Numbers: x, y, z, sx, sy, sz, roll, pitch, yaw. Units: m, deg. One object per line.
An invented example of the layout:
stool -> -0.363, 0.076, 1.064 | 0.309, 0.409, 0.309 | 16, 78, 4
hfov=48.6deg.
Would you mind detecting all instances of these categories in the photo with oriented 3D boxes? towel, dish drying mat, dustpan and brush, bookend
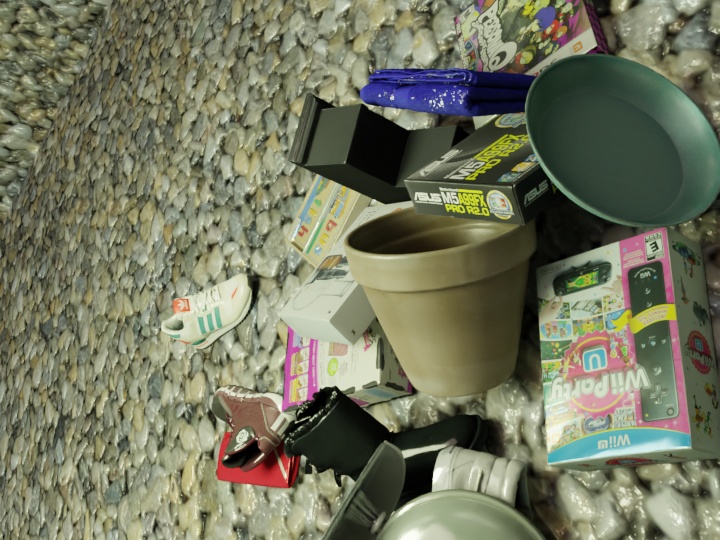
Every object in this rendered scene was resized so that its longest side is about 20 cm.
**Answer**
towel -> 0.111, -0.212, 0.918 | 0.200, 0.147, 0.050 | 23, 120, 53
dish drying mat -> -0.157, 0.280, 1.191 | 0.200, 0.018, 0.077 | -11, 66, 48
dustpan and brush -> 0.013, 0.270, 0.859 | 0.057, 0.200, 0.140 | 30, 73, 13
bookend -> 0.053, -0.144, 0.976 | 0.198, 0.199, 0.093 | 7, 79, 53

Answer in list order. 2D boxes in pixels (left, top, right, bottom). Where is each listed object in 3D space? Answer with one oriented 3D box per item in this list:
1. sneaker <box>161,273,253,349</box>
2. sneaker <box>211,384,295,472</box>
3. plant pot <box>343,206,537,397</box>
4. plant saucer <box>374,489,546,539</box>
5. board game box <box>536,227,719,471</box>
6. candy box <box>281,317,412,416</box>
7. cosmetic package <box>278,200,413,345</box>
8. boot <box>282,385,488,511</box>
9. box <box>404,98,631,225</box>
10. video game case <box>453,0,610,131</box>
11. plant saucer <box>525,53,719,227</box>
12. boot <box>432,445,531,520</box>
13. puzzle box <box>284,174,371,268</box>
sneaker -> -0.264, 0.066, 1.360 | 0.200, 0.093, 0.071 | -39, 47, 35
sneaker -> -0.182, 0.233, 1.164 | 0.200, 0.076, 0.116 | -10, 38, 49
plant pot -> 0.097, 0.031, 0.848 | 0.200, 0.199, 0.174 | 11, 119, 52
plant saucer -> 0.093, 0.313, 0.755 | 0.199, 0.050, 0.201 | -1, 87, 18
board game box -> 0.246, 0.078, 0.746 | 0.147, 0.064, 0.201 | -22, 58, 45
candy box -> -0.019, 0.113, 1.061 | 0.200, 0.061, 0.137 | -24, 54, 44
cosmetic package -> 0.000, 0.000, 1.014 | 0.200, 0.052, 0.151 | -52, 24, -20
boot -> 0.020, 0.184, 0.890 | 0.198, 0.162, 0.073 | -42, 17, 34
box -> 0.171, -0.120, 0.847 | 0.200, 0.044, 0.160 | -35, 27, -27
video game case -> 0.204, -0.291, 0.989 | 0.181, 0.036, 0.201 | -31, 51, 38
plant saucer -> 0.244, -0.119, 0.758 | 0.036, 0.199, 0.201 | 114, 156, -60
boot -> 0.122, 0.283, 0.802 | 0.095, 0.073, 0.201 | 3, 95, 27
puzzle box -> -0.038, -0.105, 1.213 | 0.133, 0.025, 0.201 | 37, 103, 51
